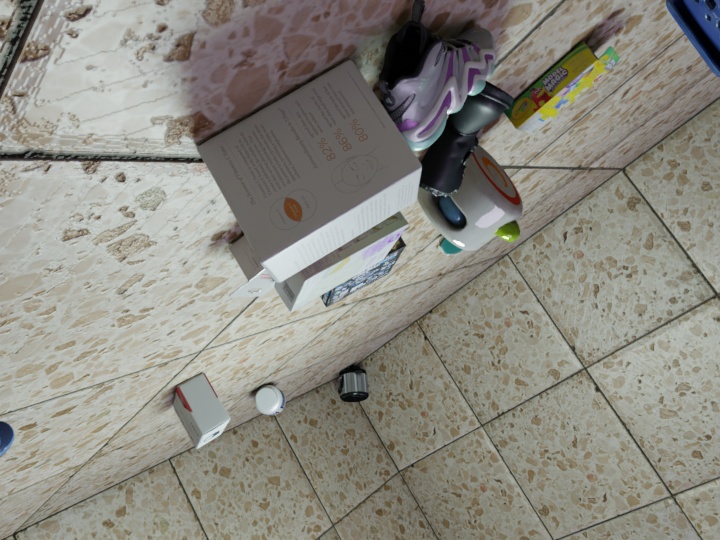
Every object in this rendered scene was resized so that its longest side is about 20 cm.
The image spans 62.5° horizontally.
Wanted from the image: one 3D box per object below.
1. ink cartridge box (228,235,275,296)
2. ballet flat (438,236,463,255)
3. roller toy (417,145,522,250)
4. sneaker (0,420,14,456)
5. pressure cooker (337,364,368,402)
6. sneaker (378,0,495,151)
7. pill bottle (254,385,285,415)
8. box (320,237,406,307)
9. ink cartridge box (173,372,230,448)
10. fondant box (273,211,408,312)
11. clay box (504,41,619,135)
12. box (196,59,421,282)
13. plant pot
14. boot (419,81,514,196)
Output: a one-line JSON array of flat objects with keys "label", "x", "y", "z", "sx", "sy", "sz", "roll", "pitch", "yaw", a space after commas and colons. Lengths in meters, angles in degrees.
[{"label": "ink cartridge box", "x": -0.125, "y": -0.041, "z": 0.945, "sx": 0.199, "sy": 0.068, "sz": 0.115, "roll": -37, "pitch": 167, "yaw": 14}, {"label": "ballet flat", "x": 0.301, "y": -0.097, "z": 1.767, "sx": 0.199, "sy": 0.072, "sz": 0.072, "roll": -26, "pitch": 166, "yaw": -24}, {"label": "roller toy", "x": 0.196, "y": -0.137, "z": 1.102, "sx": 0.182, "sy": 0.201, "sz": 0.140, "roll": 29, "pitch": 125, "yaw": -35}, {"label": "sneaker", "x": -0.606, "y": 0.262, "z": 0.915, "sx": 0.082, "sy": 0.074, "sz": 0.200, "roll": -36, "pitch": 168, "yaw": 6}, {"label": "pressure cooker", "x": -0.042, "y": 0.654, "z": 3.466, "sx": 0.174, "sy": 0.202, "sz": 0.179, "roll": -16, "pitch": 151, "yaw": 22}, {"label": "sneaker", "x": 0.087, "y": -0.250, "z": 0.673, "sx": 0.201, "sy": 0.077, "sz": 0.140, "roll": -56, "pitch": 144, "yaw": -22}, {"label": "pill bottle", "x": -0.359, "y": 0.512, "z": 2.343, "sx": 0.110, "sy": 0.112, "sz": 0.200, "roll": -30, "pitch": 167, "yaw": -9}, {"label": "box", "x": 0.000, "y": 0.000, "z": 1.440, "sx": 0.199, "sy": 0.050, "sz": 0.199, "roll": -28, "pitch": 166, "yaw": -18}, {"label": "ink cartridge box", "x": -0.434, "y": 0.381, "z": 1.602, "sx": 0.082, "sy": 0.146, "sz": 0.200, "roll": -27, "pitch": 167, "yaw": -29}, {"label": "fondant box", "x": -0.033, "y": -0.024, "z": 0.948, "sx": 0.199, "sy": 0.058, "sz": 0.144, "roll": -31, "pitch": 169, "yaw": -25}, {"label": "clay box", "x": 0.365, "y": -0.333, "z": 1.074, "sx": 0.200, "sy": 0.048, "sz": 0.115, "roll": -41, "pitch": 165, "yaw": 28}, {"label": "box", "x": -0.054, "y": -0.108, "z": 0.674, "sx": 0.199, "sy": 0.153, "sz": 0.106, "roll": -31, "pitch": 168, "yaw": -5}, {"label": "plant pot", "x": 0.655, "y": -0.457, "z": 0.985, "sx": 0.199, "sy": 0.201, "sz": 0.180, "roll": -32, "pitch": 173, "yaw": -5}, {"label": "boot", "x": 0.140, "y": -0.184, "z": 0.845, "sx": 0.169, "sy": 0.076, "sz": 0.200, "roll": -62, "pitch": 179, "yaw": 14}]
